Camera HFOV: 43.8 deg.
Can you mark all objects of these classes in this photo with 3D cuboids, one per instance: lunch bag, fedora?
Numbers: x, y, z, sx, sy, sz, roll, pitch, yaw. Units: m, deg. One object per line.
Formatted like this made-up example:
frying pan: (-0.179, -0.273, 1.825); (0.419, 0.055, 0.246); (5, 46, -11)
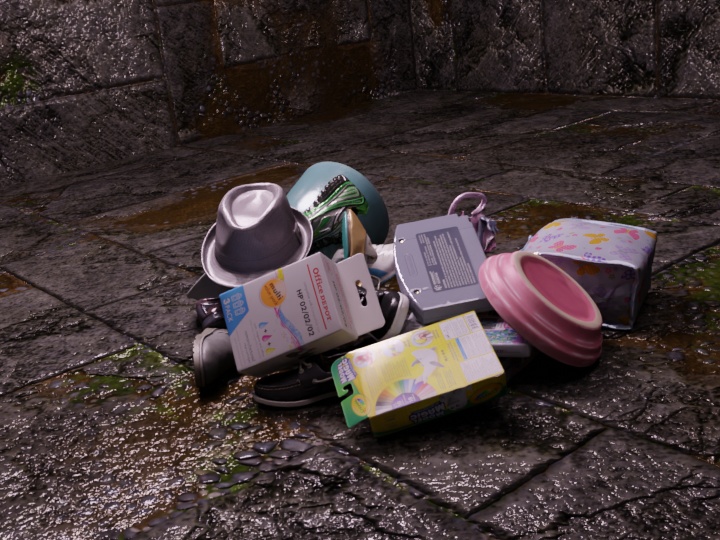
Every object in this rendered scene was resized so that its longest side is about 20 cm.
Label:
lunch bag: (0.338, 0.000, 1.375); (0.198, 0.128, 0.170); (12, 26, 22)
fedora: (-0.165, -0.070, 1.390); (0.175, 0.091, 0.201); (4, 39, 13)

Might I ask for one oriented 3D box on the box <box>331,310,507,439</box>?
box: (0.069, 0.132, 1.108); (0.198, 0.049, 0.118); (-16, 41, -3)

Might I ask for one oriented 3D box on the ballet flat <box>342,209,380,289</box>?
ballet flat: (0.000, 0.000, 1.440); (0.062, 0.202, 0.069); (3, -16, -6)

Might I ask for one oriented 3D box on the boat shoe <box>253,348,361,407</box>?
boat shoe: (-0.048, 0.139, 1.196); (0.198, 0.061, 0.074); (-5, 21, 8)

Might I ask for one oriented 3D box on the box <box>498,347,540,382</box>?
box: (0.171, 0.105, 1.250); (0.136, 0.040, 0.199); (6, 22, 37)

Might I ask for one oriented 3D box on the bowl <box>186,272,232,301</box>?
bowl: (-0.197, 0.007, 1.541); (0.201, 0.090, 0.201); (-43, 2, 2)

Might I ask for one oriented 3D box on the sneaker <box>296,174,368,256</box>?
sneaker: (-0.065, -0.066, 1.502); (0.200, 0.085, 0.078); (-49, -11, -10)

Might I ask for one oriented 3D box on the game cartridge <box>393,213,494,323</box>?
game cartridge: (0.117, -0.004, 1.298); (0.132, 0.042, 0.201); (-14, 40, 1)

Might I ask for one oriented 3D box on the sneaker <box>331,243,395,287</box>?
sneaker: (0.002, -0.012, 1.504); (0.199, 0.081, 0.077); (-25, 10, 16)

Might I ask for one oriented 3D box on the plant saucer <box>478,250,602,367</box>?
plant saucer: (0.253, 0.041, 1.213); (0.199, 0.051, 0.201); (28, 27, -15)

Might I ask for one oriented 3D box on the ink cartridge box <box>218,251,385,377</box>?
ink cartridge box: (-0.079, 0.054, 1.209); (0.198, 0.116, 0.068); (-23, -20, 12)

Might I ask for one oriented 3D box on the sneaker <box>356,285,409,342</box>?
sneaker: (-0.008, 0.053, 1.283); (0.111, 0.074, 0.200); (22, -8, -12)

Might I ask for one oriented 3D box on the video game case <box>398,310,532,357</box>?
video game case: (0.156, 0.072, 1.255); (0.180, 0.024, 0.200); (-1, 19, 17)

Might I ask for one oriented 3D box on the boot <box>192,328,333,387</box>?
boot: (-0.138, 0.114, 1.311); (0.198, 0.073, 0.182); (0, 18, 1)

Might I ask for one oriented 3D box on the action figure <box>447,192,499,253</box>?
action figure: (0.124, -0.022, 1.461); (0.133, 0.150, 0.200); (7, -30, -37)

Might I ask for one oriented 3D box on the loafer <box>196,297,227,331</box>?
loafer: (-0.168, 0.053, 1.444); (0.198, 0.072, 0.063); (-13, 53, -31)

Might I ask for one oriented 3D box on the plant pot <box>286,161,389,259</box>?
plant pot: (-0.072, -0.072, 1.642); (0.199, 0.202, 0.161); (6, 37, 34)
